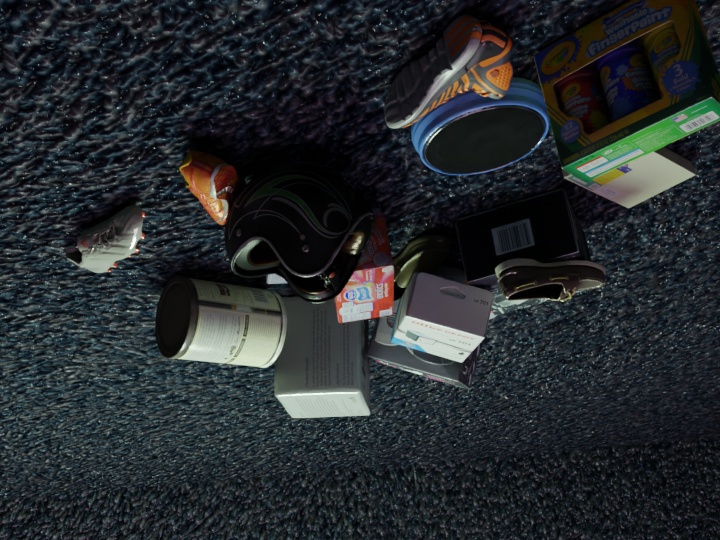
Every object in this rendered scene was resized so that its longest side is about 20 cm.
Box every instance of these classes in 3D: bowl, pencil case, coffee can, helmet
[{"bbox_3d":[0.171,-0.197,1.357,0.197,0.040,0.201,-9,157,-4],"label":"bowl"},{"bbox_3d":[0.186,0.039,1.850,0.198,0.085,0.090,15,162,-42],"label":"pencil case"},{"bbox_3d":[-0.254,0.096,1.755,0.198,0.149,0.146,10,151,-36],"label":"coffee can"},{"bbox_3d":[-0.096,-0.061,1.396,0.189,0.201,0.201,30,161,14],"label":"helmet"}]

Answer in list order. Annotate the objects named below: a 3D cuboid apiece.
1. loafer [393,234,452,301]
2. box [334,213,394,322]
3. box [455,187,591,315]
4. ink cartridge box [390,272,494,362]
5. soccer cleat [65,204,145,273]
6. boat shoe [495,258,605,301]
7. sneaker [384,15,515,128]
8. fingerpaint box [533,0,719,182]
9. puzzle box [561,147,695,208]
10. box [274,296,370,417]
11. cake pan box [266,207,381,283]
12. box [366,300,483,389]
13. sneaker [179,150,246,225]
[{"bbox_3d":[0.103,-0.002,1.747,0.075,0.068,0.200,6,153,-29],"label":"loafer"},{"bbox_3d":[0.000,0.000,1.563,0.098,0.097,0.201,-9,155,-2],"label":"box"},{"bbox_3d":[0.293,-0.027,1.686,0.197,0.126,0.196,-16,157,17],"label":"box"},{"bbox_3d":[0.140,0.085,1.700,0.144,0.087,0.200,15,163,0],"label":"ink cartridge box"},{"bbox_3d":[-0.396,-0.046,1.495,0.077,0.070,0.199,12,152,-32],"label":"soccer cleat"},{"bbox_3d":[0.316,0.021,1.574,0.197,0.060,0.072,2,152,-20],"label":"boat shoe"},{"bbox_3d":[0.121,-0.233,1.221,0.111,0.079,0.199,11,150,-34],"label":"sneaker"},{"bbox_3d":[0.327,-0.230,1.181,0.198,0.169,0.073,-24,154,34],"label":"fingerpaint box"},{"bbox_3d":[0.432,-0.162,1.546,0.198,0.026,0.132,16,147,-42],"label":"puzzle box"},{"bbox_3d":[-0.072,0.174,1.909,0.168,0.202,0.200,-3,158,5],"label":"box"},{"bbox_3d":[-0.065,-0.040,1.632,0.181,0.053,0.201,-5,156,-12],"label":"cake pan box"},{"bbox_3d":[0.131,0.140,1.900,0.197,0.134,0.115,14,171,21],"label":"box"},{"bbox_3d":[-0.213,-0.125,1.393,0.076,0.074,0.200,28,164,8],"label":"sneaker"}]
